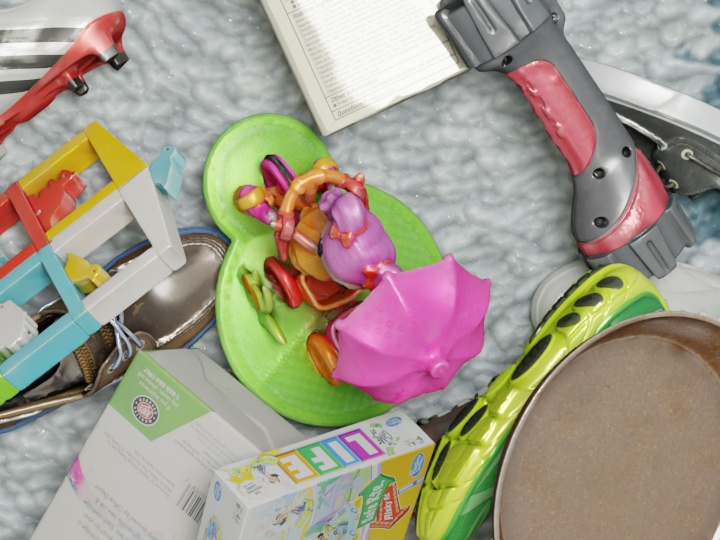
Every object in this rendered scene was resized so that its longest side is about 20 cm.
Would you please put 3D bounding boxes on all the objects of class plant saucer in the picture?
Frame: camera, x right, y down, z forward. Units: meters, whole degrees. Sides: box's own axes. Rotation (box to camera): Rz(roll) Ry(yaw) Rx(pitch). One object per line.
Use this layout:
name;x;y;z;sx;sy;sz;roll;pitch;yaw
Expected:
plant saucer;0.150;0.117;1.009;0.200;0.034;0.201;-7;105;-27

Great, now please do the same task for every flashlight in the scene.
flashlight;0.116;-0.081;1.056;0.068;0.068;0.200;-27;110;31

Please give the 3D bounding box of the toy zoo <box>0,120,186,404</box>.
toy zoo;-0.183;-0.007;1.075;0.200;0.131;0.020;-38;137;1

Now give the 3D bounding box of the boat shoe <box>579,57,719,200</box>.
boat shoe;0.207;-0.068;1.103;0.199;0.069;0.057;25;94;-6

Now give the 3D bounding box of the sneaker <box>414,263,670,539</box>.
sneaker;0.108;0.090;1.039;0.084;0.074;0.200;41;94;-11

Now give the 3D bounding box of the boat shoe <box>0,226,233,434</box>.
boat shoe;-0.158;0.042;1.098;0.200;0.072;0.072;-33;94;1

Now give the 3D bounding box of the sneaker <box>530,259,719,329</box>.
sneaker;0.204;0.035;1.087;0.199;0.116;0.074;7;96;0

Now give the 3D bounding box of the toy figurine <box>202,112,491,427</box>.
toy figurine;0.000;0.000;1.024;0.150;0.184;0.200;-30;100;-15

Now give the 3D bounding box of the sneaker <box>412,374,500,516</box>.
sneaker;0.075;0.105;1.123;0.199;0.077;0.082;3;68;-2

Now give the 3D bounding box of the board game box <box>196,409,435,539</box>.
board game box;-0.040;0.182;1.051;0.134;0.034;0.201;-15;133;-38

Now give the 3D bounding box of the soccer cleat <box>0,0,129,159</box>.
soccer cleat;-0.231;-0.111;1.091;0.200;0.069;0.085;-36;86;-2

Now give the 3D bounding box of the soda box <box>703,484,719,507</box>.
soda box;0.283;0.135;1.110;0.199;0.070;0.064;9;64;-3

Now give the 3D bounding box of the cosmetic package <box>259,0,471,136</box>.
cosmetic package;-0.019;-0.190;1.083;0.103;0.073;0.201;-24;95;0

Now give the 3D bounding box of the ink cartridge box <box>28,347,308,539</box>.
ink cartridge box;-0.122;0.159;1.083;0.117;0.067;0.200;38;106;21
